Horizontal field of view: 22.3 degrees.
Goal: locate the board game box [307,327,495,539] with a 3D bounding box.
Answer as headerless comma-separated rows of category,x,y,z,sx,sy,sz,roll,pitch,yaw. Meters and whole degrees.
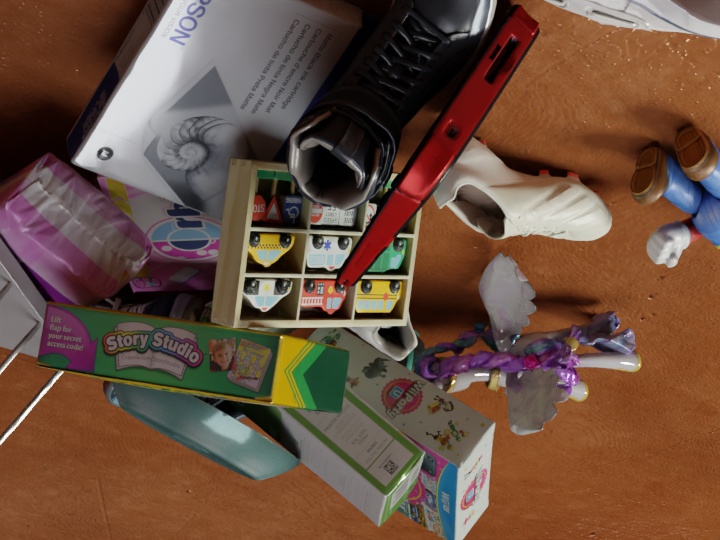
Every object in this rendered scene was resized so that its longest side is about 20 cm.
board game box,0.029,0.156,1.741,0.199,0.064,0.148,29,148,22

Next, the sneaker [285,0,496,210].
sneaker,0.021,-0.130,1.288,0.077,0.146,0.203,36,115,-2

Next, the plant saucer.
plant saucer,-0.150,0.145,1.678,0.199,0.036,0.200,28,169,6

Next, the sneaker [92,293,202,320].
sneaker,-0.207,0.050,1.669,0.108,0.070,0.200,21,165,-3

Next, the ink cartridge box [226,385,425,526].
ink cartridge box,-0.037,0.138,1.660,0.200,0.059,0.104,38,161,12

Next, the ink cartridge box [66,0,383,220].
ink cartridge box,-0.089,-0.130,1.369,0.199,0.041,0.200,18,122,-30

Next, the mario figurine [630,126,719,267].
mario figurine,0.321,-0.032,1.536,0.200,0.106,0.123,32,172,-31

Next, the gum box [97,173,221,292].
gum box,-0.149,-0.053,1.542,0.113,0.066,0.200,-2,150,2

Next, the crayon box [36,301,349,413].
crayon box,-0.129,0.071,1.457,0.199,0.059,0.172,7,176,18

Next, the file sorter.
file sorter,-0.349,0.034,1.476,0.138,0.125,0.201,11,141,43

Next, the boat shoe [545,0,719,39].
boat shoe,0.186,-0.206,1.291,0.199,0.074,0.065,21,150,-14

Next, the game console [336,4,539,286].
game console,0.056,-0.095,1.360,0.031,0.200,0.177,36,145,-3

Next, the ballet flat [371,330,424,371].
ballet flat,0.010,0.128,1.850,0.068,0.069,0.200,8,149,-15

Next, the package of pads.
package of pads,-0.265,-0.020,1.510,0.121,0.076,0.200,45,152,-15

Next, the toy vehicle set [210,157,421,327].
toy vehicle set,-0.030,-0.019,1.425,0.026,0.125,0.199,11,-173,42

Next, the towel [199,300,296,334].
towel,-0.088,0.041,1.645,0.152,0.023,0.200,-29,167,-22

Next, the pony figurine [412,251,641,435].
pony figurine,0.159,0.083,1.719,0.199,0.168,0.193,-2,161,-27

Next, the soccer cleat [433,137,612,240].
soccer cleat,0.132,-0.053,1.532,0.199,0.078,0.069,22,143,-33

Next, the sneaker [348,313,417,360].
sneaker,0.000,0.000,1.535,0.074,0.087,0.200,-41,138,-5

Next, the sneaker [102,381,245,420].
sneaker,-0.164,0.122,1.812,0.199,0.096,0.079,-8,148,13
